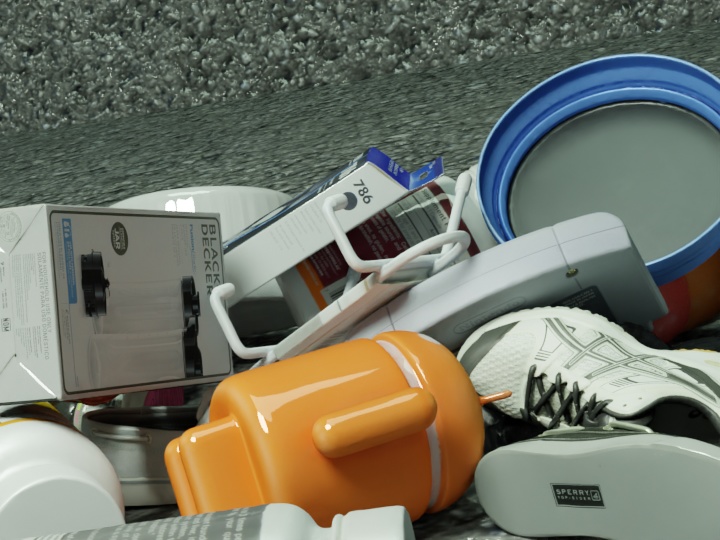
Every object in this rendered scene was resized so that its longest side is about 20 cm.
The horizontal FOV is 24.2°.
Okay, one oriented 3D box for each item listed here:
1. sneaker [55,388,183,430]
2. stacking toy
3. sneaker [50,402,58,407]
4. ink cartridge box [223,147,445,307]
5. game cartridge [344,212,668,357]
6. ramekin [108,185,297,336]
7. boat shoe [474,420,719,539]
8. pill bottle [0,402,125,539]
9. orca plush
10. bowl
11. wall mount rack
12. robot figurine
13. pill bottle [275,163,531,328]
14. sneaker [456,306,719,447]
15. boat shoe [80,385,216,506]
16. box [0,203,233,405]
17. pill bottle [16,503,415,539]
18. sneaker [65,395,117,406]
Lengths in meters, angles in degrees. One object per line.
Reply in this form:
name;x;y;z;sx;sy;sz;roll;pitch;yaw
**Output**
sneaker;-0.183;0.085;1.270;0.087;0.074;0.200;-3;19;2
stacking toy;0.174;0.023;1.212;0.145;0.147;0.200;3;34;44
sneaker;-0.294;0.110;1.254;0.108;0.071;0.200;-1;8;14
ink cartridge box;-0.032;-0.038;1.204;0.199;0.039;0.099;-31;8;6
game cartridge;0.094;0.035;1.096;0.199;0.133;0.042;-25;51;10
ramekin;-0.132;-0.003;1.401;0.199;0.099;0.201;-5;-11;-1
boat shoe;0.154;0.113;0.920;0.063;0.071;0.199;-23;17;-41
pill bottle;-0.205;0.137;0.996;0.110;0.112;0.200;-15;14;-22
orca plush;0.169;0.066;1.103;0.198;0.072;0.105;-8;13;8
bowl;0.182;-0.067;1.195;0.199;0.039;0.202;-11;50;14
wall mount rack;0.000;0.000;1.118;0.200;0.075;0.173;-37;-17;33
robot figurine;-0.013;0.102;0.990;0.199;0.145;0.117;-15;43;-21
pill bottle;0.043;-0.003;1.285;0.199;0.115;0.114;-28;16;-6
sneaker;0.148;0.077;1.010;0.199;0.076;0.088;8;25;17
boat shoe;-0.093;0.110;1.115;0.199;0.069;0.072;-5;14;18
box;-0.156;0.019;1.043;0.060;0.118;0.200;-6;-4;25
pill bottle;-0.070;0.168;0.766;0.198;0.114;0.113;-9;13;5
sneaker;-0.186;0.055;1.133;0.077;0.074;0.200;-4;-5;26
